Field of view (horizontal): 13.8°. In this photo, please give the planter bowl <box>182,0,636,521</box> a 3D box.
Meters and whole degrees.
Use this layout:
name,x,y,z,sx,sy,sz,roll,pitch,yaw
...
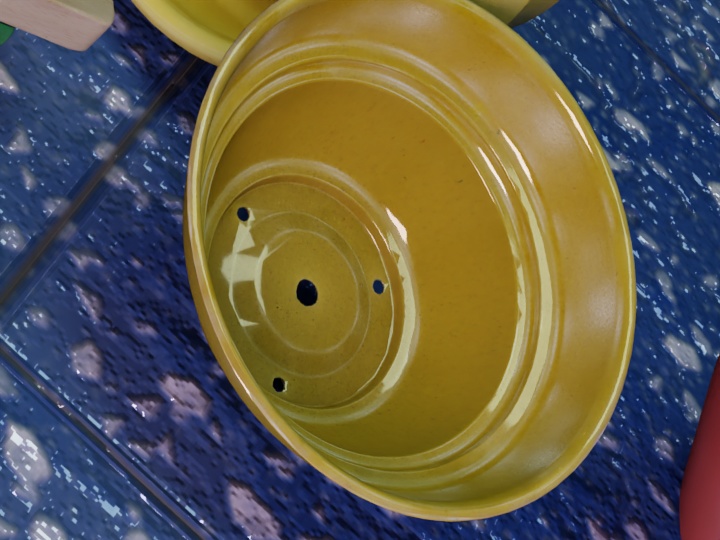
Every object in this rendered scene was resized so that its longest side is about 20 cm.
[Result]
name,x,y,z,sx,sy,sz,roll,pitch,yaw
planter bowl,0.000,0.000,1.088,0.199,0.083,0.202,12,68,-33

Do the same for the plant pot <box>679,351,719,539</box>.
name,x,y,z,sx,sy,sz,roll,pitch,yaw
plant pot,0.217,0.071,1.162,0.199,0.178,0.202,6,62,-12

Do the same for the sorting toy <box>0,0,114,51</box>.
name,x,y,z,sx,sy,sz,roll,pitch,yaw
sorting toy,-0.198,-0.173,1.073,0.199,0.070,0.200,20,43,-35

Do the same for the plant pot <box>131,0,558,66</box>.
name,x,y,z,sx,sy,sz,roll,pitch,yaw
plant pot,0.013,-0.169,1.216,0.201,0.200,0.189,58,19,15
